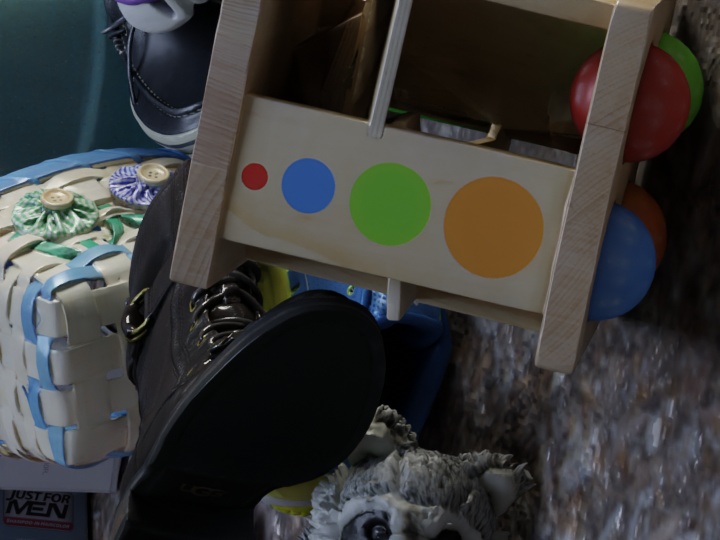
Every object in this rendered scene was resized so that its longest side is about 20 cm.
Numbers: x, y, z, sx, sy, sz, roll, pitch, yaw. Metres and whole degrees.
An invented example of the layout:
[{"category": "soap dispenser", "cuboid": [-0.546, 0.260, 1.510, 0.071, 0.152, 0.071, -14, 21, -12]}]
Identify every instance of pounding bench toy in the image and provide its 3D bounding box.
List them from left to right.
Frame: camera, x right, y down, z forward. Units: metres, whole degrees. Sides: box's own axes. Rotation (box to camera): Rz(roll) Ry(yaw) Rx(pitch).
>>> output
[{"category": "pounding bench toy", "cuboid": [0.040, -0.053, 1.012, 0.200, 0.156, 0.125, -42, -35, -77]}]

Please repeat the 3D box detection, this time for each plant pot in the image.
[{"category": "plant pot", "cuboid": [-0.216, -0.105, 1.548, 0.200, 0.196, 0.201, -173, 90, -67]}]

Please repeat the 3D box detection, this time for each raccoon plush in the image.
[{"category": "raccoon plush", "cuboid": [-0.007, 0.108, 1.131, 0.200, 0.097, 0.134, 34, 106, 65]}]

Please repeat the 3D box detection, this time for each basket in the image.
[{"category": "basket", "cuboid": [-0.134, 0.012, 1.348, 0.200, 0.176, 0.139, 13, 115, 53]}]

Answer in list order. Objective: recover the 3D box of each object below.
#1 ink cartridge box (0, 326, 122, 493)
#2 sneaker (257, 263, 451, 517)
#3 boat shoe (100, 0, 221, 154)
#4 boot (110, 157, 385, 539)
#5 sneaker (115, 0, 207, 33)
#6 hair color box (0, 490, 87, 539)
[{"category": "ink cartridge box", "cuboid": [-0.239, 0.062, 1.543, 0.146, 0.200, 0.085, -150, 64, -66]}, {"category": "sneaker", "cuboid": [0.000, 0.000, 1.188, 0.105, 0.076, 0.201, -20, 66, 47]}, {"category": "boat shoe", "cuboid": [-0.094, -0.126, 1.413, 0.074, 0.062, 0.200, -28, 38, 7]}, {"category": "boot", "cuboid": [-0.055, 0.015, 1.117, 0.200, 0.069, 0.174, -50, 32, 44]}, {"category": "sneaker", "cuboid": [-0.069, -0.196, 1.314, 0.200, 0.088, 0.081, -41, 42, 25]}, {"category": "hair color box", "cuboid": [-0.191, 0.223, 1.560, 0.099, 0.060, 0.200, 136, 137, -56]}]
